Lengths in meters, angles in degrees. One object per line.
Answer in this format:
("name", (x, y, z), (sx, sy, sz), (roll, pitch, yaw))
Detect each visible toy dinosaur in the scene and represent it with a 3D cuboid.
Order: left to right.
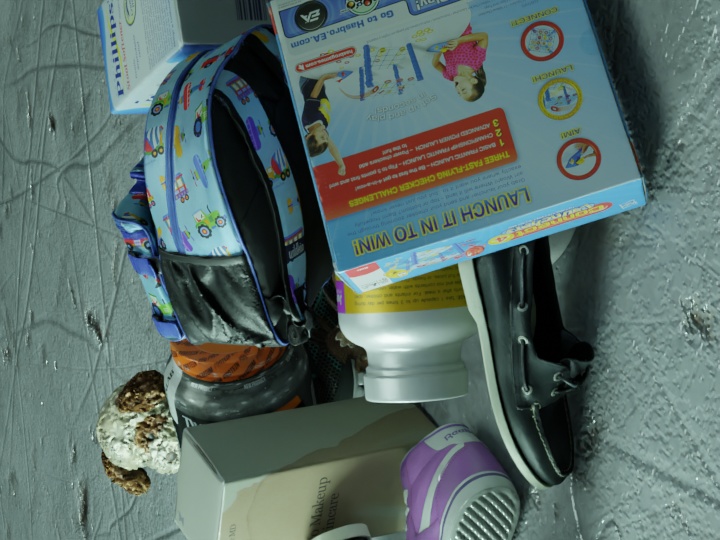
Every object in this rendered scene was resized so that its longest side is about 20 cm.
("toy dinosaur", (0.000, 0.000, 1.296), (0.136, 0.086, 0.200), (171, 100, -71))

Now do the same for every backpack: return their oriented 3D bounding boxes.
("backpack", (-0.092, -0.066, 1.128), (0.134, 0.183, 0.200), (-2, 126, 25))

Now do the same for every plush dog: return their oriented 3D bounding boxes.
("plush dog", (-0.177, 0.145, 1.575), (0.161, 0.172, 0.200), (-119, 34, -41))

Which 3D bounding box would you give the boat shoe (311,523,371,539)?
("boat shoe", (-0.001, 0.270, 1.286), (0.200, 0.072, 0.068), (73, 172, -62))

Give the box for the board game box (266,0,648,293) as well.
("board game box", (0.060, -0.109, 1.020), (0.056, 0.200, 0.196), (48, -154, -70))

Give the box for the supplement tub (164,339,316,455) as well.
("supplement tub", (-0.096, 0.125, 1.335), (0.123, 0.122, 0.200), (-131, 26, -51))

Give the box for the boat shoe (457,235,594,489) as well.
("boat shoe", (0.122, 0.053, 1.061), (0.066, 0.074, 0.200), (-10, 100, 26))

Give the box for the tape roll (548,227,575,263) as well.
("tape roll", (0.094, -0.091, 1.132), (0.203, 0.037, 0.203), (16, 109, 62))

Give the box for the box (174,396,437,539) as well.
("box", (-0.041, 0.165, 1.261), (0.078, 0.200, 0.095), (43, 134, 48))

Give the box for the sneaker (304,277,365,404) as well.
("sneaker", (-0.047, 0.047, 1.383), (0.078, 0.091, 0.200), (-171, 77, -64))

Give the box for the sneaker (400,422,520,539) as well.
("sneaker", (0.060, 0.210, 1.227), (0.114, 0.073, 0.201), (56, 132, 51))

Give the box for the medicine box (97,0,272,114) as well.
("medicine box", (-0.108, -0.208, 1.359), (0.200, 0.182, 0.103), (-24, 72, 63))

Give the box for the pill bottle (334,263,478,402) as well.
("pill bottle", (0.033, -0.011, 1.110), (0.104, 0.104, 0.200), (-2, 92, 64))
